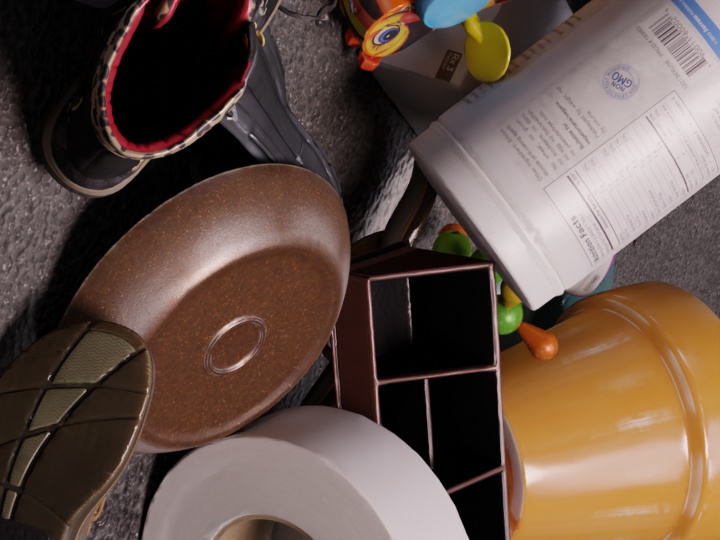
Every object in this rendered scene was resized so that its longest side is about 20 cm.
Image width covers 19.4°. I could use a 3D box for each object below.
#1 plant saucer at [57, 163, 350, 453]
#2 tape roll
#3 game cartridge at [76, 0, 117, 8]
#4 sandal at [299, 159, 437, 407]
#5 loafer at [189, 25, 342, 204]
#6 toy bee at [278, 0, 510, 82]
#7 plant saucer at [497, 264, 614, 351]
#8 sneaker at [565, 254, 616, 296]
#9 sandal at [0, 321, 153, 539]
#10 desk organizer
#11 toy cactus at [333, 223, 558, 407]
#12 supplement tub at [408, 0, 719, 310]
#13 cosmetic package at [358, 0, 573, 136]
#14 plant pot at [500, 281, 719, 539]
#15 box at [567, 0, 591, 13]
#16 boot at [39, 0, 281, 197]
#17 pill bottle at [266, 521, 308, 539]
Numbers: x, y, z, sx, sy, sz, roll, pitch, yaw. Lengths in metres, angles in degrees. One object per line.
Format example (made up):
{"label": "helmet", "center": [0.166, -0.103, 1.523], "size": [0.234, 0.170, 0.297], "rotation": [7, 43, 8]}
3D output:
{"label": "plant saucer", "center": [-0.078, 0.032, 1.163], "size": [0.200, 0.037, 0.201], "rotation": [-29, 144, -24]}
{"label": "tape roll", "center": [-0.033, 0.184, 1.245], "size": [0.071, 0.202, 0.203], "rotation": [-22, 127, -54]}
{"label": "game cartridge", "center": [-0.130, -0.229, 0.974], "size": [0.133, 0.041, 0.200], "rotation": [6, 103, -66]}
{"label": "sandal", "center": [0.000, 0.000, 1.328], "size": [0.082, 0.054, 0.200], "rotation": [134, -21, -84]}
{"label": "loafer", "center": [-0.065, -0.066, 1.169], "size": [0.070, 0.068, 0.201], "rotation": [-48, 141, -21]}
{"label": "toy bee", "center": [0.030, -0.171, 1.246], "size": [0.109, 0.199, 0.131], "rotation": [116, -27, -61]}
{"label": "plant saucer", "center": [0.149, 0.029, 1.640], "size": [0.200, 0.036, 0.200], "rotation": [-39, 139, -44]}
{"label": "sneaker", "center": [0.152, -0.058, 1.486], "size": [0.075, 0.099, 0.200], "rotation": [-87, -165, -46]}
{"label": "sandal", "center": [-0.162, 0.120, 1.093], "size": [0.055, 0.082, 0.200], "rotation": [-12, 118, -79]}
{"label": "desk organizer", "center": [0.037, 0.090, 1.266], "size": [0.072, 0.077, 0.201], "rotation": [-18, 110, -41]}
{"label": "toy cactus", "center": [0.047, 0.051, 1.399], "size": [0.165, 0.102, 0.200], "rotation": [-46, -169, 7]}
{"label": "supplement tub", "center": [0.144, -0.085, 1.255], "size": [0.200, 0.132, 0.132], "rotation": [-37, 148, 1]}
{"label": "cosmetic package", "center": [0.085, -0.132, 1.374], "size": [0.113, 0.081, 0.200], "rotation": [-63, 150, -13]}
{"label": "plant pot", "center": [0.155, 0.121, 1.511], "size": [0.183, 0.200, 0.201], "rotation": [-11, 120, -31]}
{"label": "box", "center": [0.182, -0.199, 1.413], "size": [0.051, 0.158, 0.200], "rotation": [-38, 146, -3]}
{"label": "boot", "center": [-0.078, -0.124, 1.011], "size": [0.200, 0.073, 0.151], "rotation": [-53, -169, -10]}
{"label": "pill bottle", "center": [-0.001, 0.177, 1.389], "size": [0.200, 0.111, 0.112], "rotation": [-16, 122, -56]}
